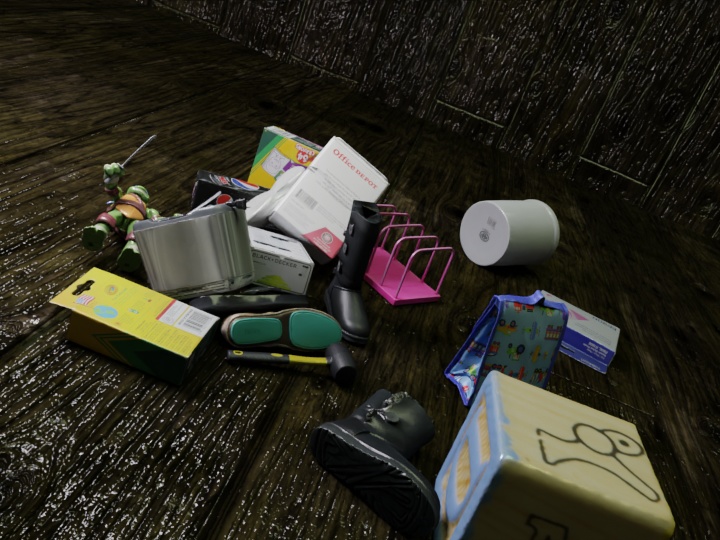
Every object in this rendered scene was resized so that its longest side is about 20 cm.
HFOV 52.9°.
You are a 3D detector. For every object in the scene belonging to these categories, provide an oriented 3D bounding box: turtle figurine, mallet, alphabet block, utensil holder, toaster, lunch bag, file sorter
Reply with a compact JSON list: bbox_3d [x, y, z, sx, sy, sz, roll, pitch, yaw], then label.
[{"bbox_3d":[-0.366,-0.108,1.194,0.198,0.145,0.195,-12,38,15],"label":"turtle figurine"},{"bbox_3d":[-0.103,0.129,1.088,0.198,0.041,0.066,10,26,-16],"label":"mallet"},{"bbox_3d":[0.210,0.271,0.848,0.198,0.198,0.196,21,25,-1],"label":"alphabet block"},{"bbox_3d":[0.371,-0.093,1.811,0.199,0.171,0.170,-4,34,-40],"label":"utensil holder"},{"bbox_3d":[-0.244,-0.030,1.110,0.198,0.131,0.114,-10,6,15],"label":"toaster"},{"bbox_3d":[0.254,0.124,1.193,0.149,0.201,0.094,9,26,-27],"label":"lunch bag"},{"bbox_3d":[0.073,-0.039,1.481,0.138,0.126,0.200,-3,34,-44],"label":"file sorter"}]

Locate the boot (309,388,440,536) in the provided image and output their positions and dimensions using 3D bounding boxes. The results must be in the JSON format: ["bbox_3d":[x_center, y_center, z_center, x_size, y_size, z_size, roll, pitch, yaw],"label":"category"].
[{"bbox_3d":[0.055,0.235,0.938,0.199,0.077,0.167,28,27,30],"label":"boot"}]

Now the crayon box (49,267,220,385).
[{"bbox_3d":[-0.311,0.073,1.001,0.198,0.051,0.127,23,23,1],"label":"crayon box"}]

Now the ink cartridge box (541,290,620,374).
[{"bbox_3d":[0.460,0.127,1.569,0.195,0.044,0.200,28,23,13],"label":"ink cartridge box"}]

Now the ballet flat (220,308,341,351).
[{"bbox_3d":[-0.125,0.089,1.120,0.198,0.069,0.067,8,-4,-32],"label":"ballet flat"}]

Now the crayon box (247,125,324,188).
[{"bbox_3d":[-0.137,-0.192,1.567,0.198,0.174,0.058,24,20,7],"label":"crayon box"}]

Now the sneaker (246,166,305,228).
[{"bbox_3d":[-0.169,-0.116,1.445,0.200,0.089,0.075,-40,32,-15],"label":"sneaker"}]

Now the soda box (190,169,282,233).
[{"bbox_3d":[-0.246,-0.144,1.497,0.198,0.071,0.063,14,24,-18],"label":"soda box"}]

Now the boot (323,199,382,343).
[{"bbox_3d":[0.000,-0.001,1.238,0.065,0.201,0.165,8,27,-28],"label":"boot"}]

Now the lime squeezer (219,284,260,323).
[{"bbox_3d":[-0.187,0.043,1.210,0.070,0.038,0.200,-10,24,7],"label":"lime squeezer"}]

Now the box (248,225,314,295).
[{"bbox_3d":[-0.155,-0.021,1.268,0.116,0.061,0.200,15,10,-16],"label":"box"}]

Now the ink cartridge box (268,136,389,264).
[{"bbox_3d":[-0.061,-0.135,1.403,0.145,0.201,0.085,40,-17,-8],"label":"ink cartridge box"}]

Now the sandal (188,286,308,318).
[{"bbox_3d":[-0.166,0.045,1.116,0.199,0.076,0.043,3,66,-35],"label":"sandal"}]
